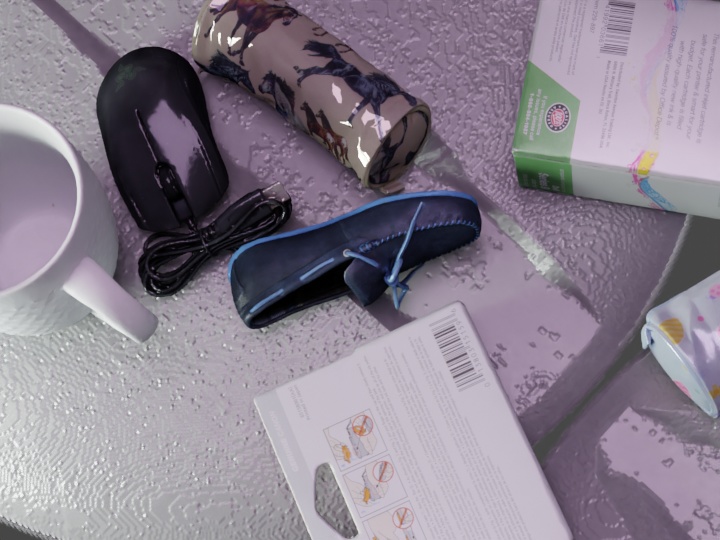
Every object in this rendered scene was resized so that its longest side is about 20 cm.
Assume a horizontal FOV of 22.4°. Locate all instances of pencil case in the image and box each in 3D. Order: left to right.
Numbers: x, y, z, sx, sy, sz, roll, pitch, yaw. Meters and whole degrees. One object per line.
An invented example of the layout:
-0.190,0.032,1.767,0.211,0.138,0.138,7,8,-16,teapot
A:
-0.038,-0.142,1.411,0.199,0.090,0.078,37,53,16,pencil case
0.301,0.016,1.312,0.200,0.083,0.091,-38,96,-3,pencil case

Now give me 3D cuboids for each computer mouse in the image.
-0.149,-0.095,1.415,0.138,0.053,0.201,-30,70,10,computer mouse

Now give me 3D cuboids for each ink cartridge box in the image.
0.039,0.148,1.331,0.172,0.044,0.201,-25,72,0,ink cartridge box
0.225,-0.126,1.365,0.198,0.088,0.147,9,75,12,ink cartridge box

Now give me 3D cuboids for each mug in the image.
-0.233,-0.011,1.345,0.199,0.175,0.148,34,81,15,mug

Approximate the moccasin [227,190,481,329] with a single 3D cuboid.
0.000,0.000,1.368,0.199,0.081,0.069,-19,57,15,moccasin
